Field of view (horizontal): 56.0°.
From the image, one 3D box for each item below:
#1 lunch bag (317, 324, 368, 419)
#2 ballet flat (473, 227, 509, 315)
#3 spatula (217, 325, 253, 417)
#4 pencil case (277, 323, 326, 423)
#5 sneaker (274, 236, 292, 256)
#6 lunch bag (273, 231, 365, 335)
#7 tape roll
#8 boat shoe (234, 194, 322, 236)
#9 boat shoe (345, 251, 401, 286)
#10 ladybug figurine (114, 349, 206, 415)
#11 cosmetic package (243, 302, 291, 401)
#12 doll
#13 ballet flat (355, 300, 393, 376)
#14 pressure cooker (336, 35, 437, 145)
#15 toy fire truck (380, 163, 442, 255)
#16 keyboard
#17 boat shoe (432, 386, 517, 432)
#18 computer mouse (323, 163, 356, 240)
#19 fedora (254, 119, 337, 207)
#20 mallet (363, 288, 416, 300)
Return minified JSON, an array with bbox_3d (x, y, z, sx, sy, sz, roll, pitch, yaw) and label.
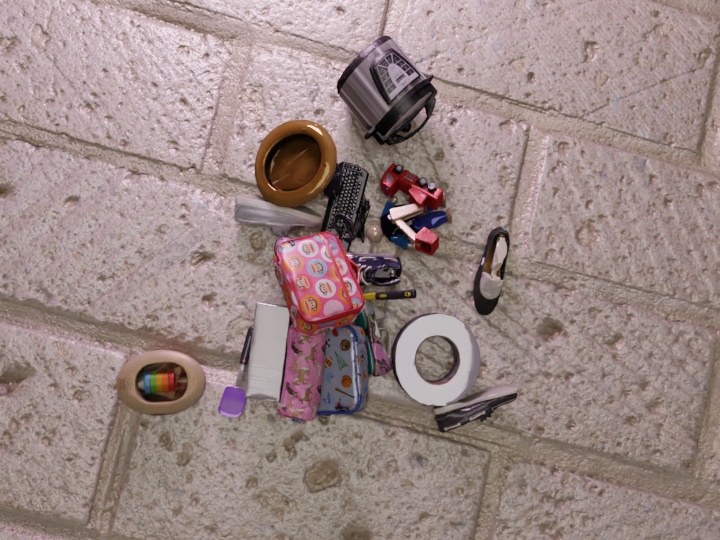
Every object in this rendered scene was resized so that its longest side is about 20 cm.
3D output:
[{"bbox_3d":[-0.063,0.220,1.480,0.156,0.075,0.206,-3,85,22],"label":"lunch bag"},{"bbox_3d":[0.299,0.000,1.539,0.066,0.068,0.206,10,87,-4],"label":"ballet flat"},{"bbox_3d":[-0.265,0.224,1.508,0.055,0.021,0.205,15,86,-2],"label":"spatula"},{"bbox_3d":[-0.121,0.212,1.421,0.081,0.086,0.206,6,87,21],"label":"pencil case"},{"bbox_3d":[-0.134,0.018,1.498,0.069,0.082,0.203,-32,90,-5],"label":"sneaker"},{"bbox_3d":[-0.078,0.024,1.409,0.172,0.082,0.204,-13,65,-25],"label":"lunch bag"},{"bbox_3d":[0.168,0.199,1.521,0.194,0.066,0.207,0,86,-4],"label":"tape roll"},{"bbox_3d":[-0.186,-0.117,1.515,0.195,0.070,0.073,11,106,-5],"label":"boat shoe"},{"bbox_3d":[0.000,0.000,1.497,0.194,0.093,0.077,-7,103,-5],"label":"boat shoe"},{"bbox_3d":[-0.430,0.242,1.469,0.194,0.072,0.140,1,86,-5],"label":"ladybug figurine"},{"bbox_3d":[-0.197,0.173,1.474,0.087,0.107,0.206,5,85,-2],"label":"cosmetic package"},{"bbox_3d":[0.108,-0.108,1.536,0.195,0.049,0.140,-18,73,-3],"label":"doll"},{"bbox_3d":[0.028,0.132,1.516,0.069,0.069,0.205,-13,84,-22],"label":"ballet flat"},{"bbox_3d":[0.066,-0.386,1.490,0.201,0.179,0.175,50,124,-1],"label":"pressure cooker"},{"bbox_3d":[0.111,-0.138,1.494,0.197,0.049,0.142,31,69,20],"label":"toy fire truck"},{"bbox_3d":[-0.025,-0.141,1.536,0.101,0.040,0.206,14,87,-3],"label":"keyboard"},{"bbox_3d":[0.262,0.311,1.518,0.195,0.074,0.062,-16,88,-2],"label":"boat shoe"},{"bbox_3d":[-0.050,-0.162,1.526,0.057,0.034,0.205,-19,81,14],"label":"computer mouse"},{"bbox_3d":[-0.137,-0.230,1.499,0.195,0.082,0.207,-2,82,15],"label":"fedora"},{"bbox_3d":[0.026,0.045,1.446,0.196,0.041,0.068,-13,84,26],"label":"mallet"}]
